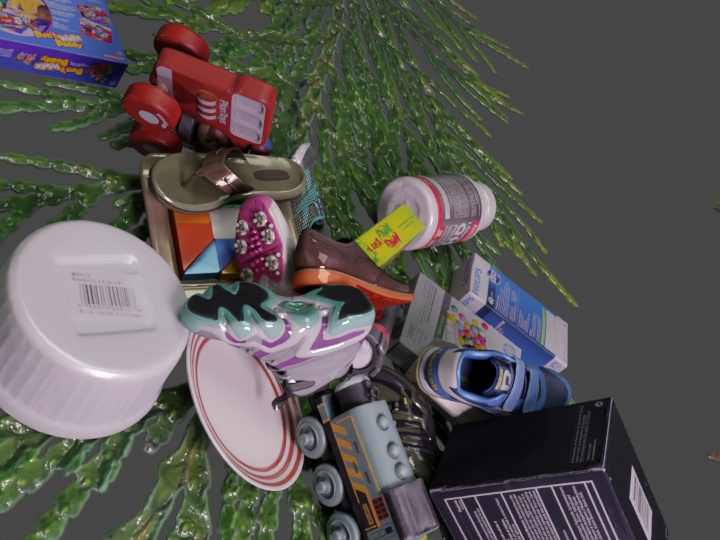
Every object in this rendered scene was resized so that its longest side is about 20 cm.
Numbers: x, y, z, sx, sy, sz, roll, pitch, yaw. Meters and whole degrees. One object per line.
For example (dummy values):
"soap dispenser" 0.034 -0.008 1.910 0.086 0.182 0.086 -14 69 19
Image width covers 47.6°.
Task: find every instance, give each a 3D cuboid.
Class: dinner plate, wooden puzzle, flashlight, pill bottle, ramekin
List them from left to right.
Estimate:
"ramekin" -0.261 0.049 0.785 0.199 0.098 0.202 25 42 -25
"wooden puzzle" -0.157 -0.048 0.966 0.183 0.037 0.202 -2 68 -28
"dinner plate" -0.122 0.136 0.859 0.200 0.024 0.201 50 24 -32
"flashlight" 0.010 0.067 1.024 0.200 0.067 0.068 -69 140 -70
"pill bottle" 0.127 -0.096 1.284 0.199 0.111 0.111 -10 63 -48

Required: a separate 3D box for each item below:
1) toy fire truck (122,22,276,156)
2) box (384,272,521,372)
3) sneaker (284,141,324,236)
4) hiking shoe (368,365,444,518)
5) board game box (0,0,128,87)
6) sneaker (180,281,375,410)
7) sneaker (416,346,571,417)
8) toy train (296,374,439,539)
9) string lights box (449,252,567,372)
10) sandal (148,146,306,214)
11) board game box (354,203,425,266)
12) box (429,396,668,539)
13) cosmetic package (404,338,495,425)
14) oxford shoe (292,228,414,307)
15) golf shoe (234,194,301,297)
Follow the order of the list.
"toy fire truck" -0.186 -0.191 0.995 0.166 0.200 0.113 22 68 -2
"box" 0.135 0.116 1.153 0.199 0.041 0.157 38 38 -12
"sneaker" -0.086 -0.090 1.113 0.091 0.077 0.201 35 47 -19
"hiking shoe" 0.043 0.201 0.953 0.100 0.076 0.201 -15 67 -53
"board game box" -0.406 -0.309 1.024 0.199 0.045 0.135 1 55 -43
"sneaker" -0.089 0.087 0.836 0.198 0.141 0.078 3 34 -19
"sneaker" 0.166 0.134 0.945 0.198 0.082 0.075 12 76 -19
"toy train" 0.006 0.211 0.865 0.085 0.114 0.202 -2 65 -46
"string lights box" 0.231 0.074 1.268 0.199 0.059 0.103 36 37 -13
"sandal" -0.151 -0.117 0.955 0.199 0.057 0.080 -10 66 -32
"board game box" 0.002 -0.011 1.092 0.048 0.102 0.200 46 37 3
"box" 0.212 0.266 0.905 0.201 0.197 0.123 63 30 -19
"cosmetic package" 0.156 0.181 1.037 0.200 0.073 0.103 42 -8 -10
"oxford shoe" 0.000 0.000 0.934 0.199 0.071 0.073 18 66 -54
"golf shoe" -0.083 0.009 0.932 0.091 0.075 0.202 -27 106 -52
